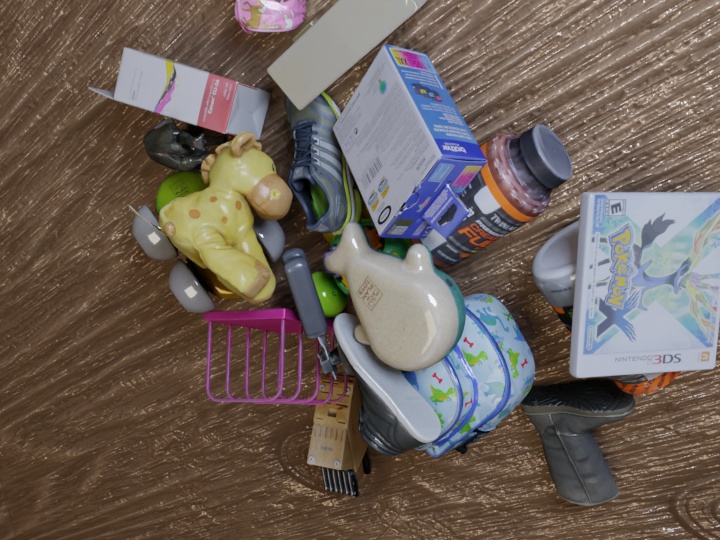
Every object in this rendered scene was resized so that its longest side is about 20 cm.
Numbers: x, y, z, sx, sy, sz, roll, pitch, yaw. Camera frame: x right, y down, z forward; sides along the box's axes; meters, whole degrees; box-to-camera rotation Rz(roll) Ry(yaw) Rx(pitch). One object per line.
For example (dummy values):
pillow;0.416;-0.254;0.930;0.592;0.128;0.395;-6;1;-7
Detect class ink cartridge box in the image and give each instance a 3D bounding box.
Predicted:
ink cartridge box;-0.229;-0.228;0.957;0.197;0.116;0.068;18;100;11
ink cartridge box;0.056;-0.131;0.854;0.137;0.076;0.202;-51;50;42

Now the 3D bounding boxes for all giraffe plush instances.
giraffe plush;-0.156;-0.078;0.929;0.200;0.163;0.172;41;170;-24

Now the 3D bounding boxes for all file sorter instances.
file sorter;-0.117;0.131;1.101;0.137;0.199;0.127;-4;79;27

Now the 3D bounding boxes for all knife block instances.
knife block;-0.024;0.286;1.293;0.063;0.175;0.203;5;81;20

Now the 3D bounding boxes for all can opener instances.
can opener;-0.048;0.059;1.011;0.066;0.054;0.202;-17;120;-2

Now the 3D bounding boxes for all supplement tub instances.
supplement tub;0.304;0.044;0.906;0.122;0.123;0.201;-25;110;37
supplement tub;0.150;-0.090;0.893;0.107;0.107;0.199;46;130;-12

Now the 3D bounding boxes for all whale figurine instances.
whale figurine;0.046;0.027;0.929;0.200;0.103;0.160;45;122;21

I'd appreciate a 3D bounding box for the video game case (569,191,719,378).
video game case;0.321;0.015;0.830;0.180;0.022;0.203;-1;100;-15

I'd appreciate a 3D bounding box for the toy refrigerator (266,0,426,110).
toy refrigerator;-0.015;-0.276;0.856;0.199;0.076;0.070;-31;107;39

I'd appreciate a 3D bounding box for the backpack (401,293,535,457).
backpack;0.125;0.140;1.021;0.200;0.146;0.184;-45;66;36

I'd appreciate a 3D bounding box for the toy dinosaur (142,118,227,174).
toy dinosaur;-0.234;-0.155;0.967;0.101;0.200;0.078;4;101;11

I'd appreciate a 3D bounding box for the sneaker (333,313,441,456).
sneaker;0.011;0.157;0.979;0.201;0.070;0.099;53;132;13

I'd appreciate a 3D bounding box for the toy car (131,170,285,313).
toy car;-0.215;-0.047;1.081;0.201;0.174;0.150;55;170;-3

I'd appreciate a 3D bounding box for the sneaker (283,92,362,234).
sneaker;-0.057;-0.140;0.947;0.073;0.081;0.203;-18;90;33

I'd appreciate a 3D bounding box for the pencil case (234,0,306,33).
pencil case;-0.105;-0.365;0.829;0.085;0.083;0.202;11;129;17

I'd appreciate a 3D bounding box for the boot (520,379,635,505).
boot;0.333;0.256;1.083;0.180;0.072;0.202;-7;115;45

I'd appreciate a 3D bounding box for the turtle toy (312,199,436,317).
turtle toy;0.000;0.000;1.033;0.199;0.101;0.146;-31;107;38
